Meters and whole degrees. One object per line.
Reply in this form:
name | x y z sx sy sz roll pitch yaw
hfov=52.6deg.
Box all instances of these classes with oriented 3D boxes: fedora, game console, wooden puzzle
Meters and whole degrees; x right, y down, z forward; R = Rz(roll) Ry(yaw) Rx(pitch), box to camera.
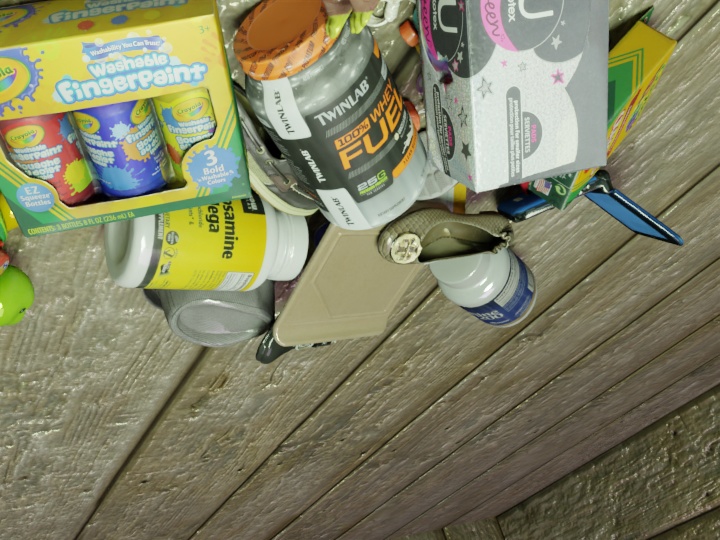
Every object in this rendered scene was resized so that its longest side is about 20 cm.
fedora | -0.169 0.034 0.904 0.176 0.092 0.198 -37 147 27
game console | 0.277 -0.060 0.919 0.168 0.120 0.200 -24 -176 7
wooden puzzle | 0.000 0.000 0.864 0.183 0.037 0.202 -3 132 -42

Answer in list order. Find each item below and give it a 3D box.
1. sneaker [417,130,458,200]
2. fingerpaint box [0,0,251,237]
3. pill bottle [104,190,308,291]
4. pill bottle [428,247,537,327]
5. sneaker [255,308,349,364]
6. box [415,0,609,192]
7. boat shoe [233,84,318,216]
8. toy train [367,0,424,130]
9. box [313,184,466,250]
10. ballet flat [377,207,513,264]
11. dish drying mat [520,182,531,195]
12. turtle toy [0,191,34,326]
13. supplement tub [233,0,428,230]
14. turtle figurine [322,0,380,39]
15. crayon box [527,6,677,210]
sneaker | 0.133 -0.135 0.835 0.198 0.079 0.111 -25 167 35
fingerpaint box | -0.198 -0.126 0.583 0.196 0.074 0.169 -10 135 -6
pill bottle | -0.159 -0.036 0.773 0.197 0.114 0.113 3 144 -37
pill bottle | 0.176 0.007 1.058 0.110 0.113 0.199 -31 149 19
sneaker | -0.048 0.065 0.944 0.200 0.088 0.074 -41 170 -31
box | 0.124 -0.184 0.610 0.130 0.115 0.204 -13 112 -14
boat shoe | -0.086 -0.116 0.728 0.064 0.074 0.199 -27 150 23
toy train | 0.058 -0.186 0.722 0.147 0.056 0.201 -16 151 -9
box | 0.035 -0.052 0.916 0.196 0.042 0.121 -13 132 -10
ballet flat | 0.106 -0.035 0.846 0.197 0.047 0.068 -5 132 -36
dish drying mat | 0.198 -0.137 0.800 0.077 0.018 0.200 -48 163 5
turtle toy | -0.380 -0.017 0.674 0.143 0.102 0.201 -23 151 5
supplement tub | -0.023 -0.142 0.652 0.121 0.124 0.201 -25 137 10
turtle figurine | -0.066 -0.222 0.488 0.160 0.065 0.199 28 168 -28
crayon box | 0.266 -0.174 0.784 0.200 0.050 0.128 -47 160 -23
